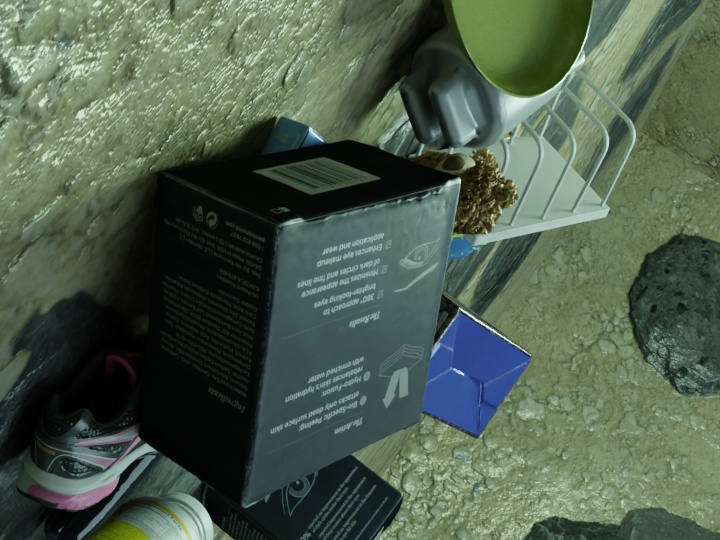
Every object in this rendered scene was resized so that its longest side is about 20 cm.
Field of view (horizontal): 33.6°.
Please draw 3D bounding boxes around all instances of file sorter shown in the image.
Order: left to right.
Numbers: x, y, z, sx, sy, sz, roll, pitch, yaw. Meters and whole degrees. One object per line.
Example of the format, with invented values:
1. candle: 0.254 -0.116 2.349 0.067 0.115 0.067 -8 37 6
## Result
1. file sorter: 0.180 -0.133 1.299 0.198 0.139 0.125 -12 139 -33

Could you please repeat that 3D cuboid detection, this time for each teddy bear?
1. teddy bear: 0.069 -0.086 1.119 0.200 0.143 0.068 -98 -171 -75

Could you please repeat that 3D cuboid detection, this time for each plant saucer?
1. plant saucer: 0.126 -0.244 0.982 0.199 0.031 0.203 -7 100 -46

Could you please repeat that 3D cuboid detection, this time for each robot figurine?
1. robot figurine: 0.126 -0.191 1.104 0.199 0.169 0.114 -38 125 -26

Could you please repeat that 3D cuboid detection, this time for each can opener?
1. can opener: -0.188 0.146 0.993 0.200 0.079 0.063 -50 -154 -13

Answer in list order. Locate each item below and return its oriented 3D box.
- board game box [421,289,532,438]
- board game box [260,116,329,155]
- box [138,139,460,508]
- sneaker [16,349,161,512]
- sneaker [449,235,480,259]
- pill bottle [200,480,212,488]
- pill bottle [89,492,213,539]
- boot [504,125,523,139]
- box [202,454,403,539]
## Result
1. board game box: 0.036 0.048 1.120 0.097 0.199 0.159 -55 143 3
2. board game box: -0.037 -0.012 0.960 0.153 0.036 0.200 -62 146 -5
3. box: -0.042 0.027 0.840 0.196 0.117 0.203 -16 121 -49
4. sneaker: -0.164 0.091 0.869 0.200 0.080 0.087 -47 157 -57
5. sneaker: 0.142 -0.065 1.420 0.105 0.197 0.077 80 10 -61
6. pill bottle: -0.099 0.111 1.101 0.106 0.106 0.201 -44 163 -42
7. pill bottle: -0.212 0.273 1.095 0.105 0.104 0.200 -59 168 19
8. boot: 0.142 -0.176 1.403 0.176 0.066 0.200 -55 166 -17
9. box: -0.072 0.284 1.450 0.148 0.199 0.105 -46 166 -30
